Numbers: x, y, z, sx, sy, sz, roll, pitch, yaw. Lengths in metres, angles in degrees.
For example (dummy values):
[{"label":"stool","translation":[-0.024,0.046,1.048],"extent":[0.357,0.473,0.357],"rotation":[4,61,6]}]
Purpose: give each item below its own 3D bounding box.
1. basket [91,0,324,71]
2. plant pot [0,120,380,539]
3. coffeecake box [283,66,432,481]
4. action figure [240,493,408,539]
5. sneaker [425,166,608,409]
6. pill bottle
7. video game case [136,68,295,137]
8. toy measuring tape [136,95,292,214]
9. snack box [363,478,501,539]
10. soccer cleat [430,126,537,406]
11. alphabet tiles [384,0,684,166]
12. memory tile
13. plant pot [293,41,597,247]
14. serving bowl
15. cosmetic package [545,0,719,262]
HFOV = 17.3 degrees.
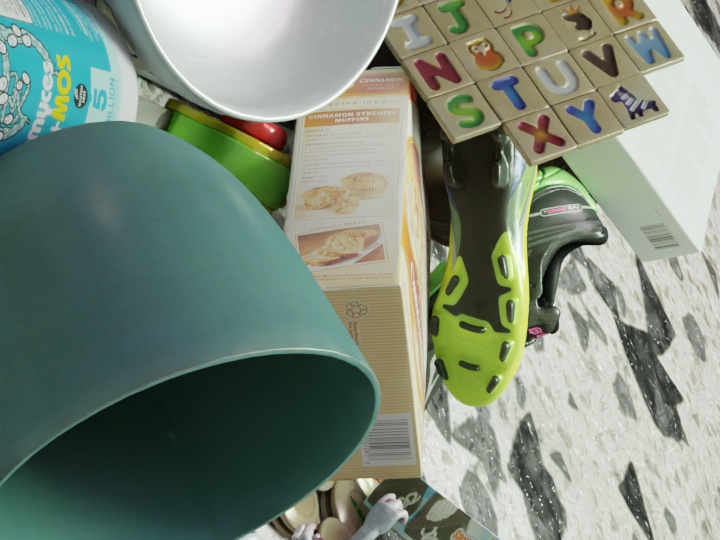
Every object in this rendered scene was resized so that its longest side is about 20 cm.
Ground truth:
[{"label":"basket","translation":[-0.074,-0.203,1.364],"extent":[0.176,0.139,0.200],"rotation":[21,69,-6]},{"label":"plant pot","translation":[-0.113,0.029,1.101],"extent":[0.200,0.200,0.161],"rotation":[25,35,-58]},{"label":"coffeecake box","translation":[0.000,0.000,1.401],"extent":[0.200,0.073,0.154],"rotation":[-86,171,-48]},{"label":"action figure","translation":[-0.011,0.199,1.246],"extent":[0.134,0.200,0.149],"rotation":[108,5,-69]},{"label":"sneaker","translation":[0.084,0.025,1.529],"extent":[0.084,0.200,0.077],"rotation":[41,8,11]},{"label":"pill bottle","translation":[-0.199,-0.091,1.113],"extent":[0.200,0.111,0.111],"rotation":[6,64,-63]},{"label":"video game case","translation":[-0.113,-0.195,1.504],"extent":[0.182,0.023,0.200],"rotation":[23,48,-58]},{"label":"toy measuring tape","translation":[-0.092,-0.071,1.373],"extent":[0.200,0.073,0.074],"rotation":[28,45,-57]},{"label":"snack box","translation":[0.085,0.187,1.378],"extent":[0.116,0.037,0.200],"rotation":[45,-6,-25]},{"label":"soccer cleat","translation":[0.085,-0.015,1.469],"extent":[0.084,0.065,0.201],"rotation":[-23,116,-62]},{"label":"alphabet tiles","translation":[0.096,-0.152,1.443],"extent":[0.200,0.166,0.006],"rotation":[58,-24,28]},{"label":"memory tile","translation":[-0.040,0.088,1.419],"extent":[0.200,0.017,0.153],"rotation":[61,24,-16]},{"label":"plant pot","translation":[0.053,-0.128,1.580],"extent":[0.198,0.200,0.201],"rotation":[23,49,-58]},{"label":"serving bowl","translation":[-0.067,-0.179,1.229],"extent":[0.200,0.066,0.201],"rotation":[-8,101,-45]},{"label":"cosmetic package","translation":[0.173,-0.126,1.551],"extent":[0.200,0.052,0.151],"rotation":[49,46,-35]}]
